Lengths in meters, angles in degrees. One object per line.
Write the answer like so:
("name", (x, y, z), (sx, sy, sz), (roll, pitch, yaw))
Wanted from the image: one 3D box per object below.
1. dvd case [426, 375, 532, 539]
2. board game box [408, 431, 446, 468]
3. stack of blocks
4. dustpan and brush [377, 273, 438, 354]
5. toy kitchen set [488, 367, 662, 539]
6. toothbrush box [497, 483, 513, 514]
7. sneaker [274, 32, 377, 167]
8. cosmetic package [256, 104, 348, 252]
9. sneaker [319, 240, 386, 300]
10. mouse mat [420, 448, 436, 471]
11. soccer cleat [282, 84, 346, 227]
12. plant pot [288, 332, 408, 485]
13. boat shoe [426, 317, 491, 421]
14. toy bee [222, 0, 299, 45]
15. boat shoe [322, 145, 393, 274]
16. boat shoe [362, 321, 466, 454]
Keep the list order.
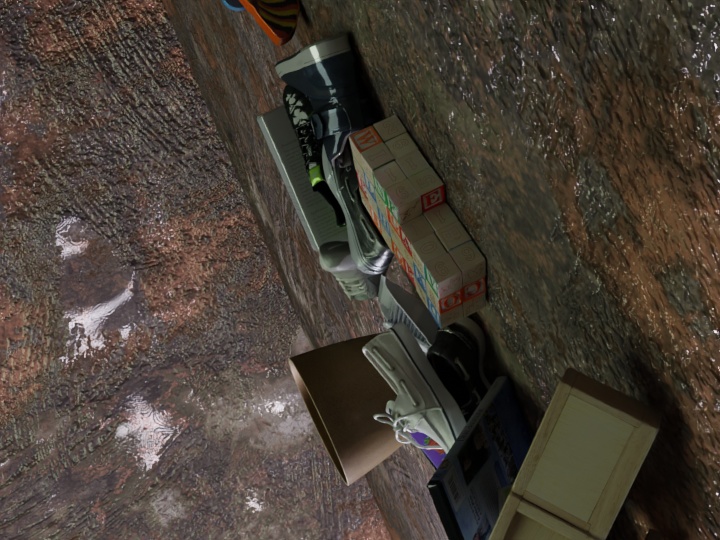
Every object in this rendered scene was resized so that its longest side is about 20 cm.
("dvd case", (0.139, 0.226, 1.163), (0.017, 0.200, 0.144), (-9, 112, 34))
("board game box", (0.147, 0.257, 1.303), (0.201, 0.045, 0.134), (50, -176, 16))
("stack of blocks", (0.061, -0.053, 1.170), (0.201, 0.058, 0.116), (59, 169, 34))
("dustpan and brush", (0.091, 0.097, 1.381), (0.199, 0.058, 0.140), (34, 167, 8))
("toy kitchen set", (0.218, 0.176, 0.899), (0.162, 0.182, 0.200), (25, -161, 13))
("toothbrush box", (0.212, 0.321, 1.092), (0.146, 0.085, 0.202), (-66, -45, -76))
("sneaker", (-0.038, -0.196, 1.314), (0.202, 0.076, 0.148), (-158, 46, -76))
("cosmetic package", (-0.056, -0.138, 1.499), (0.071, 0.100, 0.202), (-154, 40, -77))
("sneaker", (0.000, 0.000, 1.425), (0.200, 0.069, 0.082), (-1, -86, -71))
("mouse mat", (0.156, 0.286, 1.390), (0.160, 0.008, 0.201), (17, -148, -53))
("soccer cleat", (-0.046, -0.152, 1.417), (0.067, 0.081, 0.202), (-22, 103, 39))
("plant pot", (0.029, 0.162, 1.485), (0.188, 0.198, 0.187), (63, 171, 17))
("boat shoe", (0.117, 0.134, 1.288), (0.073, 0.060, 0.201), (24, 148, 25))
("toy bee", (-0.142, -0.391, 1.397), (0.200, 0.109, 0.131), (42, 172, -24))
("boat shoe", (0.011, -0.097, 1.347), (0.071, 0.071, 0.202), (-42, 58, 48))
("boat shoe", (0.057, 0.154, 1.227), (0.203, 0.085, 0.075), (59, 170, 29))
